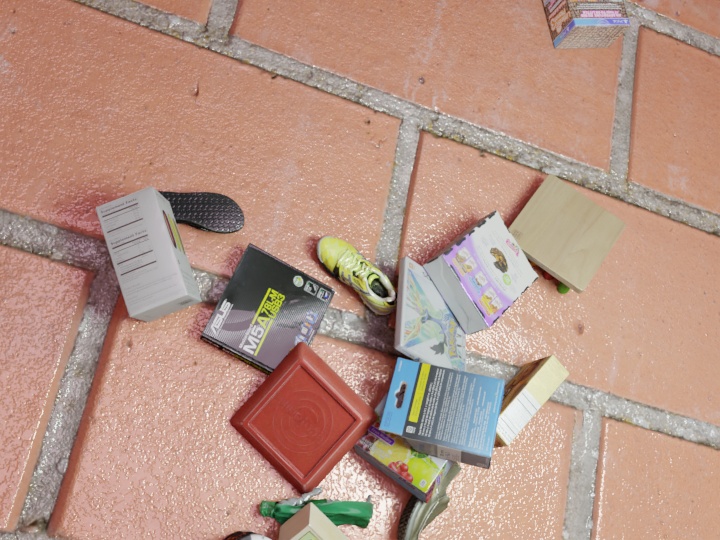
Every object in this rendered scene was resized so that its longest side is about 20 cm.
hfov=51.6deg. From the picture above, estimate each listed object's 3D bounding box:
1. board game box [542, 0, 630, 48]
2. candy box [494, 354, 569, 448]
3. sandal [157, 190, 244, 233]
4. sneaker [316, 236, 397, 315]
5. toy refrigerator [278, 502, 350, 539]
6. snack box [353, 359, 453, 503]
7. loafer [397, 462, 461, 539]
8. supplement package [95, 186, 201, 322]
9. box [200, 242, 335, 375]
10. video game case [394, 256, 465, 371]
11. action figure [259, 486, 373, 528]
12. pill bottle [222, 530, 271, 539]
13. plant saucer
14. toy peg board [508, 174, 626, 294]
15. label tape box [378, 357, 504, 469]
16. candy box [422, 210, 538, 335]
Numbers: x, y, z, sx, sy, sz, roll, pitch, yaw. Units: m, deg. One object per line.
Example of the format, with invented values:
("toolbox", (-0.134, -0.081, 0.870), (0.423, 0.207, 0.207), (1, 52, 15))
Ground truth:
("board game box", (0.534, -0.650, 1.793), (0.156, 0.097, 0.204), (-6, 76, -18))
("candy box", (0.307, 0.257, 1.454), (0.055, 0.115, 0.200), (46, 67, 2))
("sandal", (-0.315, -0.112, 1.417), (0.196, 0.048, 0.077), (10, 73, 0))
("sneaker", (0.000, 0.000, 1.450), (0.199, 0.076, 0.076), (40, 69, -1))
("toy refrigerator", (-0.046, 0.499, 1.265), (0.076, 0.070, 0.200), (-39, 104, 10))
("snack box", (0.108, 0.292, 1.377), (0.167, 0.068, 0.201), (28, 64, 24))
("loafer", (0.132, 0.427, 1.375), (0.069, 0.075, 0.202), (30, 68, -1))
("supplement package", (-0.372, -0.026, 1.318), (0.108, 0.114, 0.203), (-20, 82, -2))
("box", (-0.172, 0.081, 1.399), (0.191, 0.047, 0.202), (30, 68, -9))
("video game case", (0.139, 0.097, 1.434), (0.181, 0.022, 0.203), (32, 47, -31))
("action figure", (-0.080, 0.421, 1.311), (0.196, 0.119, 0.055), (3, 47, -6))
("pill bottle", (-0.178, 0.479, 1.199), (0.104, 0.200, 0.108), (5, 73, -15))
("plant saucer", (-0.103, 0.268, 1.330), (0.199, 0.037, 0.200), (43, 90, 2))
("toy peg board", (0.429, -0.064, 1.610), (0.198, 0.098, 0.201), (36, 67, 13))
("label tape box", (0.146, 0.250, 1.320), (0.196, 0.064, 0.146), (11, 59, 13))
("candy box", (0.245, 0.002, 1.500), (0.199, 0.071, 0.169), (-36, 94, -37))
